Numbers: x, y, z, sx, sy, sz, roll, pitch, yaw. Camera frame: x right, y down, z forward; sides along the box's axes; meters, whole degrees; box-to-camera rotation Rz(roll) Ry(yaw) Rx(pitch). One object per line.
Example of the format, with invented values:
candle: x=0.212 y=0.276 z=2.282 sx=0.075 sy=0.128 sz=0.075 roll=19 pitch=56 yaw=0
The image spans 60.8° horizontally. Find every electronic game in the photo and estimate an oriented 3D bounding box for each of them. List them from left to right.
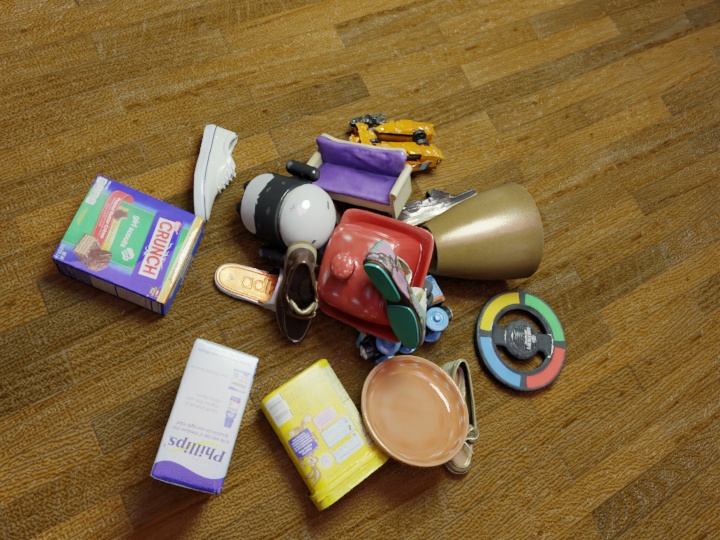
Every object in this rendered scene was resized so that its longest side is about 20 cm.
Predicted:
electronic game: x=0.319 y=0.137 z=1.217 sx=0.195 sy=0.042 sz=0.205 roll=5 pitch=70 yaw=-14

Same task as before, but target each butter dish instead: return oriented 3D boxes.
butter dish: x=0.000 y=0.000 z=1.040 sx=0.196 sy=0.147 sz=0.204 roll=19 pitch=93 yaw=28

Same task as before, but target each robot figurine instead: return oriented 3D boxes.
robot figurine: x=-0.133 y=-0.104 z=1.098 sx=0.198 sy=0.153 sz=0.124 roll=20 pitch=40 yaw=38
robot figurine: x=0.066 y=-0.257 z=1.263 sx=0.195 sy=0.059 sz=0.147 roll=-1 pitch=56 yaw=-16

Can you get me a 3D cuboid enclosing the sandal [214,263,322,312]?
sandal: x=-0.163 y=0.030 z=1.112 sx=0.202 sy=0.059 sz=0.081 roll=13 pitch=69 yaw=-11

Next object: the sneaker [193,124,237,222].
sneaker: x=-0.269 y=-0.183 z=1.147 sx=0.069 sy=0.073 sz=0.205 roll=6 pitch=70 yaw=-7

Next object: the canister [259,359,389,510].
canister: x=-0.064 y=0.273 z=1.045 sx=0.147 sy=0.087 sz=0.202 roll=-30 pitch=80 yaw=-22

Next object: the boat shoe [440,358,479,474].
boat shoe: x=0.176 y=0.266 z=1.123 sx=0.072 sy=0.063 sz=0.205 roll=2 pitch=72 yaw=-15

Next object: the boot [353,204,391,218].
boot: x=0.042 y=-0.109 z=1.185 sx=0.073 sy=0.076 sz=0.203 roll=-11 pitch=65 yaw=-38

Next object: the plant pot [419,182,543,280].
plant pot: x=0.216 y=-0.057 z=1.178 sx=0.196 sy=0.187 sz=0.190 roll=-13 pitch=75 yaw=-17

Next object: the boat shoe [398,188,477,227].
boat shoe: x=0.150 y=-0.134 z=1.248 sx=0.197 sy=0.072 sz=0.066 roll=-23 pitch=84 yaw=-15

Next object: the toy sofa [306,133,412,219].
toy sofa: x=-0.009 y=-0.173 z=1.122 sx=0.196 sy=0.099 sz=0.084 roll=16 pitch=53 yaw=22

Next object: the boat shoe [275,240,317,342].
boat shoe: x=-0.107 y=0.052 z=1.051 sx=0.070 sy=0.203 sz=0.073 roll=4 pitch=33 yaw=-13

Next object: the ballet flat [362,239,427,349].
ballet flat: x=0.066 y=0.035 z=0.971 sx=0.072 sy=0.068 sz=0.202 roll=-52 pitch=129 yaw=-32

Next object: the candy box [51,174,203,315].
candy box: x=-0.395 y=-0.043 z=1.065 sx=0.197 sy=0.077 sz=0.172 roll=23 pitch=67 yaw=-8

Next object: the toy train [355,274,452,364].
toy train: x=0.075 y=0.093 z=1.147 sx=0.197 sy=0.087 sz=0.116 roll=-22 pitch=69 yaw=-18

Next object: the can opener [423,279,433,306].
can opener: x=0.052 y=0.005 z=1.130 sx=0.198 sy=0.053 sz=0.066 roll=26 pitch=56 yaw=32

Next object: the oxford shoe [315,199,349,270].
oxford shoe: x=-0.054 y=-0.104 z=1.179 sx=0.070 sy=0.073 sz=0.204 roll=11 pitch=69 yaw=-8

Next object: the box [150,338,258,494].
box: x=-0.242 y=0.232 z=0.956 sx=0.103 sy=0.184 sz=0.204 roll=18 pitch=68 yaw=-10

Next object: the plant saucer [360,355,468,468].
plant saucer: x=0.091 y=0.244 z=1.062 sx=0.196 sy=0.038 sz=0.203 roll=10 pitch=52 yaw=-13
